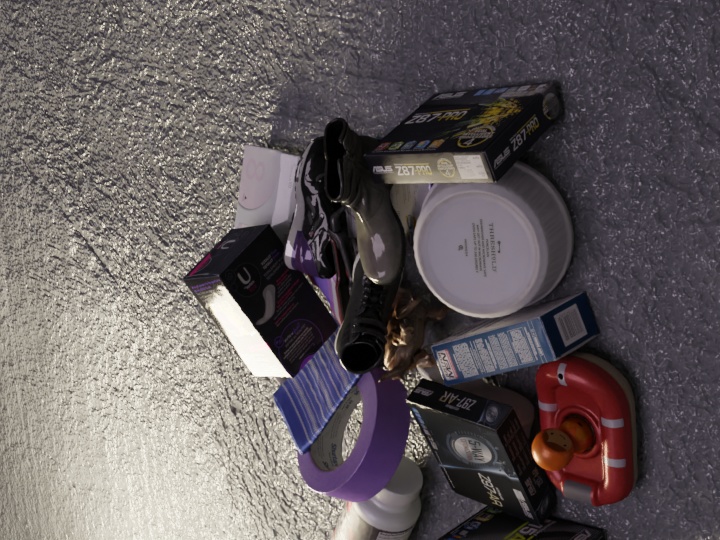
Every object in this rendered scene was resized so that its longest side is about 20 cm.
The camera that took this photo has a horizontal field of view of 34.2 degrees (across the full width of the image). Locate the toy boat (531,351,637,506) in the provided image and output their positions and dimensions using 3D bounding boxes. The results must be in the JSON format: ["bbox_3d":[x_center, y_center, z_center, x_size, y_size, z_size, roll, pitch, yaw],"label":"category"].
[{"bbox_3d":[0.262,0.205,1.453,0.130,0.130,0.202,8,111,44],"label":"toy boat"}]

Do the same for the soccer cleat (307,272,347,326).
[{"bbox_3d":[-0.019,0.026,1.730,0.200,0.066,0.077,49,139,31],"label":"soccer cleat"}]

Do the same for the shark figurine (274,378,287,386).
[{"bbox_3d":[-0.147,0.147,1.907,0.128,0.089,0.216,-28,83,50],"label":"shark figurine"}]

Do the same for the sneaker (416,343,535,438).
[{"bbox_3d":[0.149,0.182,1.618,0.199,0.075,0.089,36,142,32],"label":"sneaker"}]

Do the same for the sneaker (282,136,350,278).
[{"bbox_3d":[-0.045,-0.088,1.665,0.087,0.076,0.202,19,110,29],"label":"sneaker"}]

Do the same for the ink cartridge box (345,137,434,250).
[{"bbox_3d":[0.070,-0.102,1.580,0.199,0.076,0.138,12,115,45],"label":"ink cartridge box"}]

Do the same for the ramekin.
[{"bbox_3d":[0.156,-0.035,1.448,0.200,0.094,0.204,8,110,21],"label":"ramekin"}]

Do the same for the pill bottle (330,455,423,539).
[{"bbox_3d":[0.028,0.375,1.787,0.111,0.110,0.201,43,132,27],"label":"pill bottle"}]

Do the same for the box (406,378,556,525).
[{"bbox_3d":[0.164,0.245,1.580,0.159,0.044,0.201,14,142,43],"label":"box"}]

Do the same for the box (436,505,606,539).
[{"bbox_3d":[0.193,0.383,1.546,0.192,0.199,0.048,3,109,47],"label":"box"}]

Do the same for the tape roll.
[{"bbox_3d":[-0.013,0.237,1.735,0.200,0.065,0.202,-35,44,43],"label":"tape roll"}]

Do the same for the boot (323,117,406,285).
[{"bbox_3d":[-0.005,-0.084,1.477,0.067,0.130,0.202,-10,80,29],"label":"boot"}]

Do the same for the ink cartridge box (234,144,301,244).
[{"bbox_3d":[-0.113,-0.096,1.761,0.199,0.057,0.164,18,102,52],"label":"ink cartridge box"}]

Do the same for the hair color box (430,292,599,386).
[{"bbox_3d":[0.196,0.090,1.502,0.199,0.100,0.061,-20,92,49],"label":"hair color box"}]

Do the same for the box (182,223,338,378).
[{"bbox_3d":[-0.147,0.048,1.736,0.106,0.122,0.201,-3,126,50],"label":"box"}]

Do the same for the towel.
[{"bbox_3d":[-0.060,0.161,1.770,0.201,0.024,0.145,-56,34,19],"label":"towel"}]

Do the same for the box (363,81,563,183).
[{"bbox_3d":[0.125,-0.165,1.430,0.199,0.161,0.049,4,127,47],"label":"box"}]

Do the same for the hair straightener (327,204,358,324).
[{"bbox_3d":[0.000,0.000,1.631,0.076,0.041,0.202,5,111,31],"label":"hair straightener"}]

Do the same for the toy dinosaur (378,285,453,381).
[{"bbox_3d":[0.059,0.092,1.620,0.085,0.201,0.135,31,145,-19],"label":"toy dinosaur"}]

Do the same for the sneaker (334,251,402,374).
[{"bbox_3d":[0.018,0.048,1.548,0.099,0.070,0.202,-110,36,-69],"label":"sneaker"}]
